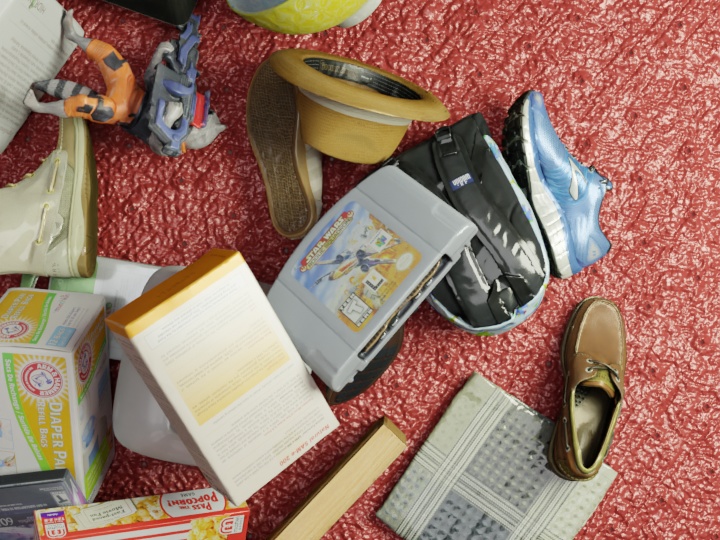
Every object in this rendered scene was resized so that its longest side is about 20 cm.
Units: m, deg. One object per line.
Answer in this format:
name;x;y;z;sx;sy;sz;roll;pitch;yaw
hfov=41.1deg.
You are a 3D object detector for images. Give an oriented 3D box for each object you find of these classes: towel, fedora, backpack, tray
towel;0.146;0.238;1.028;0.192;0.035;0.200;36;91;5
fedora;-0.008;-0.161;0.973;0.200;0.201;0.082;20;110;1
backpack;0.112;-0.030;0.989;0.163;0.154;0.200;-33;66;-3
tray;-0.033;0.236;0.991;0.037;0.099;0.200;44;89;3

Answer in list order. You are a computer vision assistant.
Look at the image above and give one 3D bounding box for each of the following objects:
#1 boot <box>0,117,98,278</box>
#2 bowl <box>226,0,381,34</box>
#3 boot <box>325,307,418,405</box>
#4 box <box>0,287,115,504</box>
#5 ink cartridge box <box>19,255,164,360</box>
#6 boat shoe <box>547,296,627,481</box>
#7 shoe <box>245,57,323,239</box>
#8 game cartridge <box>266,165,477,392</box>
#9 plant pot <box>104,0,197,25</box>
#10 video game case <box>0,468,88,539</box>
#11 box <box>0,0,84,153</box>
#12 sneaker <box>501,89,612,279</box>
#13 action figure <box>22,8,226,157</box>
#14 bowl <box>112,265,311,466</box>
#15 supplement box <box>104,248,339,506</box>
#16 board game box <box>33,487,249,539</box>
boot;-0.352;-0.080;0.990;0.154;0.072;0.200;-4;64;-6
bowl;-0.034;-0.317;0.998;0.108;0.200;0.200;34;88;-41
boot;-0.005;0.047;1.000;0.097;0.075;0.200;52;131;32
box;-0.312;0.131;0.953;0.101;0.113;0.200;5;116;1
ink cartridge box;-0.256;0.041;1.021;0.200;0.059;0.104;9;89;1
boat shoe;0.245;0.119;0.991;0.072;0.068;0.200;11;74;-3
shoe;-0.078;-0.130;1.035;0.070;0.053;0.200;-10;84;22
game cartridge;0.000;0.000;0.910;0.133;0.042;0.200;40;89;29
plant pot;-0.237;-0.402;0.956;0.199;0.177;0.200;20;70;1
video game case;-0.322;0.279;0.966;0.143;0.019;0.200;-8;124;10
box;-0.426;-0.251;0.966;0.199;0.200;0.171;34;87;1
sneaker;0.212;-0.097;1.020;0.089;0.079;0.200;-20;96;-7
action figure;-0.232;-0.194;1.012;0.193;0.105;0.200;26;49;-19
bowl;-0.135;0.105;0.966;0.200;0.075;0.200;14;87;-29
supplement box;-0.125;0.096;0.887;0.126;0.074;0.200;-35;109;-23
board game box;-0.219;0.295;0.947;0.200;0.046;0.152;-2;118;-26
